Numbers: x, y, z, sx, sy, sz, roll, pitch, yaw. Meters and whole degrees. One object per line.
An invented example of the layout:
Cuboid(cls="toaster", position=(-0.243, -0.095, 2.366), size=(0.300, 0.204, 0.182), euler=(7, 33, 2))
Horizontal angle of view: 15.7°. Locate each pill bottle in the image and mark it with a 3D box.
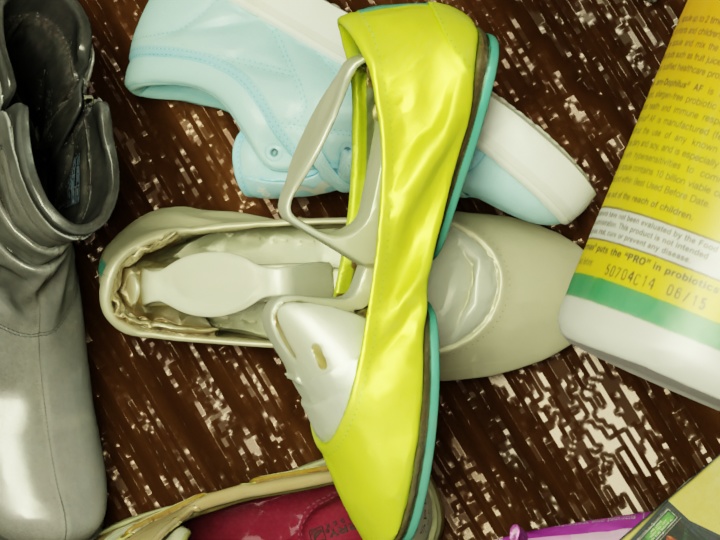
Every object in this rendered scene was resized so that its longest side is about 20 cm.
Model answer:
Cuboid(cls="pill bottle", position=(0.159, -0.047, 0.966), size=(0.113, 0.113, 0.200), euler=(23, 88, 11))

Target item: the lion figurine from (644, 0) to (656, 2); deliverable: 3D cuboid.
Cuboid(cls="lion figurine", position=(0.041, -0.189, 1.030), size=(0.200, 0.072, 0.123), euler=(21, 75, -3))

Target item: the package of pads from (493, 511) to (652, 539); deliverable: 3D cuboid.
Cuboid(cls="package of pads", position=(0.105, 0.192, 0.969), size=(0.120, 0.076, 0.201), euler=(-8, 83, 7))

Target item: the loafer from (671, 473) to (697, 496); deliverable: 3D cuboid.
Cuboid(cls="loafer", position=(0.171, 0.157, 0.902), size=(0.070, 0.070, 0.200), euler=(-31, 94, -28))

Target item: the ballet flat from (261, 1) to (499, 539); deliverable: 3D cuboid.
Cuboid(cls="ballet flat", position=(0.000, 0.000, 0.944), size=(0.067, 0.067, 0.201), euler=(9, 92, -17))

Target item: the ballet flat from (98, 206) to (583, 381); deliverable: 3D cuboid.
Cuboid(cls="ballet flat", position=(-0.008, 0.008, 1.012), size=(0.199, 0.069, 0.070), euler=(1, 84, 9))

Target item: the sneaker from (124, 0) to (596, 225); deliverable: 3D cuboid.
Cuboid(cls="sneaker", position=(-0.005, -0.053, 1.018), size=(0.200, 0.074, 0.082), euler=(30, 90, 22))

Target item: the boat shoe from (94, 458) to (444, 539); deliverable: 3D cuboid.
Cuboid(cls="boat shoe", position=(-0.066, 0.120, 1.010), size=(0.200, 0.066, 0.074), euler=(-27, 80, 6))

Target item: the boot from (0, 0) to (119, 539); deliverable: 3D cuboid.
Cuboid(cls="boot", position=(-0.127, 0.003, 0.988), size=(0.070, 0.132, 0.200), euler=(-12, 77, -30))

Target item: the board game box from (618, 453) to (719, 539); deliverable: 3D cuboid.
Cuboid(cls="board game box", position=(0.122, 0.145, 0.851), size=(0.200, 0.035, 0.136), euler=(-38, 78, -12))

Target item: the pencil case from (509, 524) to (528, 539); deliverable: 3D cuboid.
Cuboid(cls="pencil case", position=(0.052, 0.198, 0.898), size=(0.092, 0.085, 0.200), euler=(-23, 79, 4))
